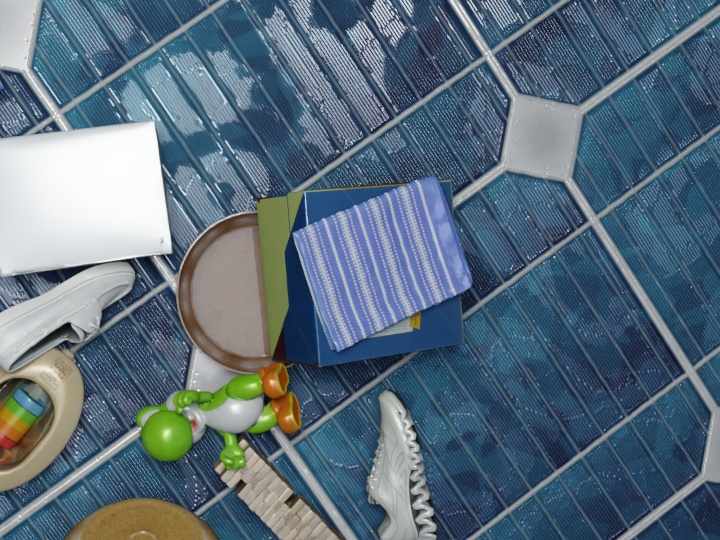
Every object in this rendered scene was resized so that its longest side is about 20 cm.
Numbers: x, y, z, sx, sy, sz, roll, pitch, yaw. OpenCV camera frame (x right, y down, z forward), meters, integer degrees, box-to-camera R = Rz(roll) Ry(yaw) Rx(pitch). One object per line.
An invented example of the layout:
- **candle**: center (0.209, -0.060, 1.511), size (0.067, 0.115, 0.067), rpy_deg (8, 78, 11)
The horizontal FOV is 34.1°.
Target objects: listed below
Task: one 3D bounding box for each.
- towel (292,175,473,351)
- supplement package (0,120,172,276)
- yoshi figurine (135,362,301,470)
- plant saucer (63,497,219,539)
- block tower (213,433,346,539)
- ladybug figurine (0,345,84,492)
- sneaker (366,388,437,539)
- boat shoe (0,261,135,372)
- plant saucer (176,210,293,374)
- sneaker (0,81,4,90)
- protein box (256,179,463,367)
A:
- **towel**: center (0.030, -0.010, 1.326), size (0.199, 0.024, 0.146), rpy_deg (-24, 101, -27)
- **supplement package**: center (-0.329, -0.085, 1.385), size (0.198, 0.111, 0.158), rpy_deg (-8, 93, -9)
- **yoshi figurine**: center (-0.177, 0.181, 1.396), size (0.198, 0.112, 0.114), rpy_deg (-14, 73, 9)
- **plant saucer**: center (-0.256, 0.331, 1.373), size (0.198, 0.201, 0.036), rpy_deg (3, 124, -9)
- **block tower**: center (-0.096, 0.298, 1.465), size (0.058, 0.054, 0.200), rpy_deg (-45, 97, -4)
- **ladybug figurine**: center (-0.410, 0.173, 1.400), size (0.136, 0.072, 0.200), rpy_deg (45, 85, -7)
- **sneaker**: center (0.043, 0.252, 1.481), size (0.080, 0.075, 0.202), rpy_deg (-11, 93, 0)
- **boat shoe**: center (-0.343, 0.055, 1.377), size (0.199, 0.072, 0.069), rpy_deg (-26, 69, -37)
- **plant saucer**: center (-0.130, 0.027, 1.460), size (0.198, 0.034, 0.203), rpy_deg (0, 92, -8)
- **sneaker**: center (-0.510, -0.266, 1.370), size (0.078, 0.070, 0.200), rpy_deg (-42, 99, -12)
- **protein box**: center (0.000, 0.000, 1.400), size (0.198, 0.135, 0.201), rpy_deg (-7, 93, -29)
